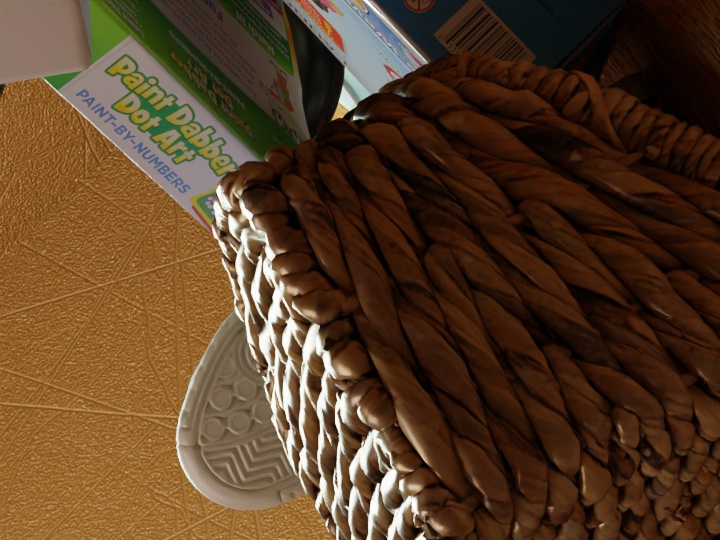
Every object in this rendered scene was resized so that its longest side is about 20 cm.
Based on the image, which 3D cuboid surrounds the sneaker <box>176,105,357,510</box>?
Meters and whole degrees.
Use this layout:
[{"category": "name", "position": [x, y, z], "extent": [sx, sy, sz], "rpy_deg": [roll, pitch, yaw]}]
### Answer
[{"category": "sneaker", "position": [0.001, 0.001, 1.014], "extent": [0.076, 0.201, 0.111], "rpy_deg": [31, -177, -1]}]

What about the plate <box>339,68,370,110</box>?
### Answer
[{"category": "plate", "position": [-0.038, -0.139, 1.394], "extent": [0.200, 0.026, 0.200], "rpy_deg": [47, 176, 4]}]

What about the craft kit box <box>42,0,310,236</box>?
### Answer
[{"category": "craft kit box", "position": [-0.093, -0.129, 1.064], "extent": [0.200, 0.048, 0.198], "rpy_deg": [44, -158, -42]}]

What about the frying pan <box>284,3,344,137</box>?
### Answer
[{"category": "frying pan", "position": [-0.086, -0.097, 1.246], "extent": [0.031, 0.189, 0.116], "rpy_deg": [0, 100, 53]}]

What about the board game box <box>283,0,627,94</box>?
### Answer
[{"category": "board game box", "position": [-0.008, -0.120, 0.840], "extent": [0.200, 0.056, 0.196], "rpy_deg": [47, 178, 4]}]

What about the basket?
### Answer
[{"category": "basket", "position": [0.053, 0.016, 0.733], "extent": [0.143, 0.148, 0.200], "rpy_deg": [59, 171, 21]}]

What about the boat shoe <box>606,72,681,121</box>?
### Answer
[{"category": "boat shoe", "position": [0.079, -0.011, 0.883], "extent": [0.063, 0.073, 0.201], "rpy_deg": [54, 174, 5]}]

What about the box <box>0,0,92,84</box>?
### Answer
[{"category": "box", "position": [-0.142, -0.160, 0.789], "extent": [0.201, 0.097, 0.125], "rpy_deg": [-100, 0, -48]}]

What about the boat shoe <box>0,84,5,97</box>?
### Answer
[{"category": "boat shoe", "position": [-0.192, -0.162, 1.067], "extent": [0.073, 0.063, 0.202], "rpy_deg": [-93, -7, -69]}]
